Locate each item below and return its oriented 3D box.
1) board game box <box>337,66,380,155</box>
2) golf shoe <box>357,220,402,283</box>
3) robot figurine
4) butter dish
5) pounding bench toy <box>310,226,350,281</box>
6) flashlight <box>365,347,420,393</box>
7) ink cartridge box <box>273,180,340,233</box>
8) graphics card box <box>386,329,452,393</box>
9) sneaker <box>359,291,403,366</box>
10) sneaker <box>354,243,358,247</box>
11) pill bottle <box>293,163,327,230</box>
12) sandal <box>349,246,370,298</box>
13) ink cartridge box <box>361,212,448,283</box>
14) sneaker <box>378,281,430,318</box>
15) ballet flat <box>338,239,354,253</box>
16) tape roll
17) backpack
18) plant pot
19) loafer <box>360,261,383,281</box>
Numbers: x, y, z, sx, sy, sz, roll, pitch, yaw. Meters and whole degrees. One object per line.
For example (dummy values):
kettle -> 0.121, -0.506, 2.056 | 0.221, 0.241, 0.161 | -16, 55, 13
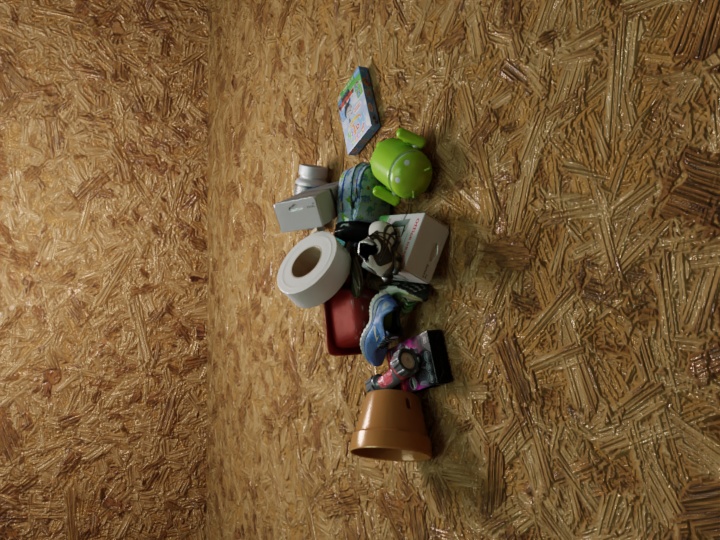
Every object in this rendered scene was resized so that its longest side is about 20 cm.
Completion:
board game box -> -0.008, -0.468, 1.633 | 0.151, 0.036, 0.204 | -39, 57, 53
golf shoe -> 0.037, -0.064, 1.276 | 0.078, 0.093, 0.201 | -51, 29, 24
robot figurine -> 0.100, -0.252, 1.359 | 0.200, 0.114, 0.178 | 48, 118, 49
butter dish -> 0.008, 0.120, 1.486 | 0.146, 0.198, 0.204 | -12, 79, 38
pounding bench toy -> -0.079, -0.023, 1.644 | 0.124, 0.153, 0.204 | -21, 59, 59
flashlight -> 0.072, 0.254, 1.356 | 0.200, 0.067, 0.069 | -47, 52, 50
ink cartridge box -> -0.125, -0.179, 1.532 | 0.142, 0.200, 0.086 | -7, 107, 29
graphics card box -> 0.138, 0.232, 1.356 | 0.199, 0.050, 0.128 | -36, 59, 54
sneaker -> 0.056, 0.159, 1.382 | 0.089, 0.077, 0.204 | 39, 129, 46
sneaker -> -0.043, -0.136, 1.653 | 0.201, 0.078, 0.097 | 55, 137, 46
pill bottle -> -0.165, -0.243, 1.834 | 0.113, 0.112, 0.204 | 29, 115, 57
sandal -> 0.000, 0.000, 1.458 | 0.201, 0.053, 0.083 | -99, 15, -64
ink cartridge box -> 0.105, -0.056, 1.339 | 0.199, 0.083, 0.148 | 4, 70, 60
sneaker -> 0.117, 0.076, 1.390 | 0.199, 0.076, 0.090 | 5, 107, 66
ballet flat -> -0.052, -0.033, 1.557 | 0.069, 0.069, 0.203 | -8, 59, 60
tape roll -> -0.123, -0.004, 1.462 | 0.200, 0.071, 0.205 | -26, 40, 24
backpack -> 0.010, -0.189, 1.501 | 0.153, 0.161, 0.204 | -34, 54, 45
plant pot -> 0.076, 0.376, 1.346 | 0.200, 0.197, 0.143 | -39, 41, 54
loafer -> 0.034, -0.023, 1.516 | 0.199, 0.074, 0.071 | 32, 121, 57
